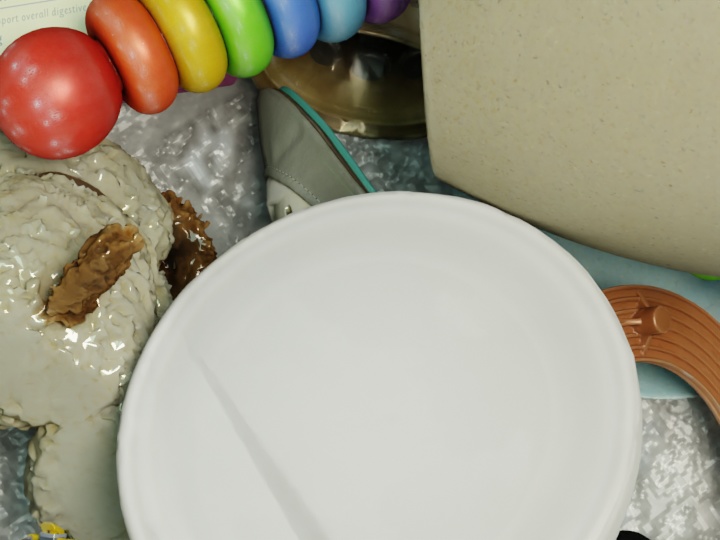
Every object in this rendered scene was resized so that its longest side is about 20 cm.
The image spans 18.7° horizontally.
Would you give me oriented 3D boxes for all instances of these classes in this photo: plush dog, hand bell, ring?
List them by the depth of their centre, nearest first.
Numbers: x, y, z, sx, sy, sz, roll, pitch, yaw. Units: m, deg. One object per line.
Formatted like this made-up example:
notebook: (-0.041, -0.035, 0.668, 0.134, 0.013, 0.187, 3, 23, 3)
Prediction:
plush dog: (-0.138, -0.004, 0.928, 0.200, 0.172, 0.161, 24, 121, -19)
ring: (0.133, 0.104, 0.960, 0.200, 0.019, 0.201, 11, 74, -41)
hand bell: (0.016, -0.173, 1.036, 0.104, 0.104, 0.200, 14, 66, -9)

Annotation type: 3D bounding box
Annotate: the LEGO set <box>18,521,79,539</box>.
LEGO set: (-0.204, 0.097, 0.839, 0.200, 0.154, 0.116, 5, 90, 35)

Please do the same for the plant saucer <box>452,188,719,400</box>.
plant saucer: (0.138, -0.036, 1.050, 0.201, 0.039, 0.201, 2, 81, -10)

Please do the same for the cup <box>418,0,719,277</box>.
cup: (0.097, -0.091, 0.855, 0.143, 0.200, 0.200, -3, 82, 4)

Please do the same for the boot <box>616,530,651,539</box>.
boot: (0.040, 0.111, 0.991, 0.211, 0.079, 0.158, -7, 55, -36)

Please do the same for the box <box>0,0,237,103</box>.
box: (-0.155, -0.174, 0.984, 0.176, 0.097, 0.200, -11, 85, -12)

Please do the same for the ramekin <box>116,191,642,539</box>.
ramekin: (0.013, 0.077, 0.857, 0.202, 0.094, 0.203, -5, 64, 11)

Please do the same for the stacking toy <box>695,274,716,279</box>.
stacking toy: (0.157, -0.026, 0.979, 0.200, 0.085, 0.085, 15, 79, -9)

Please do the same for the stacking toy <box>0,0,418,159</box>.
stacking toy: (-0.063, -0.110, 0.906, 0.200, 0.085, 0.085, -28, 88, -14)

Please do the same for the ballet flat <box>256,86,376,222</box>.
ballet flat: (0.000, 0.000, 0.969, 0.064, 0.067, 0.200, -38, 70, -11)
